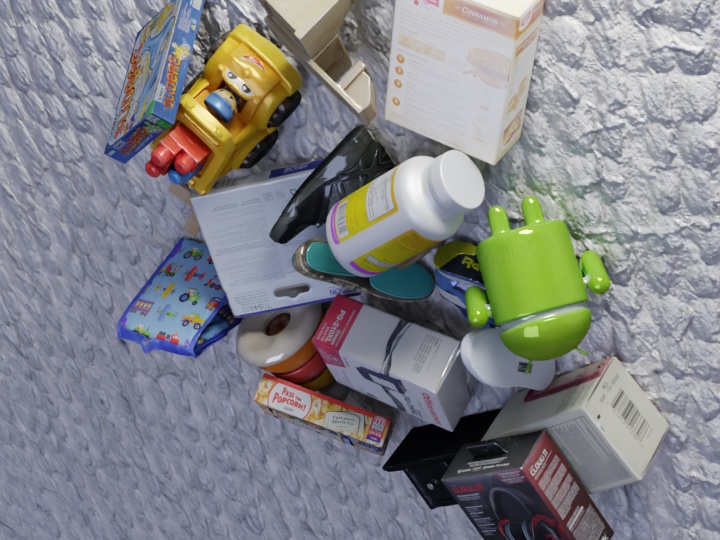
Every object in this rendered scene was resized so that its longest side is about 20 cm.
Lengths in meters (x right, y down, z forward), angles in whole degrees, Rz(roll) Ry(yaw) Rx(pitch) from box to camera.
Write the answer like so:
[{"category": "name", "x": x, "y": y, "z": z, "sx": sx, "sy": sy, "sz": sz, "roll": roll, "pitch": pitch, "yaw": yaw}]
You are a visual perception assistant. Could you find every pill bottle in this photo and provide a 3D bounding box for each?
[{"category": "pill bottle", "x": 0.055, "y": -0.071, "z": 1.603, "sx": 0.199, "sy": 0.104, "sz": 0.105, "roll": -27, "pitch": 105, "yaw": 44}]

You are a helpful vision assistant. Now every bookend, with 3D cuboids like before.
[{"category": "bookend", "x": 0.170, "y": 0.319, "z": 1.937, "sx": 0.199, "sy": 0.092, "sz": 0.200, "roll": -19, "pitch": 111, "yaw": 47}]

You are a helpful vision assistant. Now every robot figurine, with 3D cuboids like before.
[{"category": "robot figurine", "x": 0.208, "y": 0.016, "z": 1.597, "sx": 0.174, "sy": 0.116, "sz": 0.202, "roll": -16, "pitch": 84, "yaw": 6}]

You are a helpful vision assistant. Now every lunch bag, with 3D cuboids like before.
[{"category": "lunch bag", "x": -0.258, "y": 0.054, "z": 1.977, "sx": 0.149, "sy": 0.200, "sz": 0.095, "roll": 14, "pitch": 131, "yaw": 30}]

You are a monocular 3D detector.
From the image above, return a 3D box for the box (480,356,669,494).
[{"category": "box", "x": 0.280, "y": 0.215, "z": 1.747, "sx": 0.128, "sy": 0.109, "sz": 0.199, "roll": 50, "pitch": 139, "yaw": -11}]

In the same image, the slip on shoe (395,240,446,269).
[{"category": "slip on shoe", "x": 0.090, "y": -0.058, "z": 1.700, "sx": 0.060, "sy": 0.077, "sz": 0.199, "roll": 32, "pitch": 133, "yaw": -26}]

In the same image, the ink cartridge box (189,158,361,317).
[{"category": "ink cartridge box", "x": -0.113, "y": -0.042, "z": 1.839, "sx": 0.197, "sy": 0.041, "sz": 0.202, "roll": -10, "pitch": 119, "yaw": 12}]

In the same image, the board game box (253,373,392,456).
[{"category": "board game box", "x": -0.052, "y": 0.217, "z": 1.978, "sx": 0.198, "sy": 0.047, "sz": 0.152, "roll": 19, "pitch": 168, "yaw": 6}]

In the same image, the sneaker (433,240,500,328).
[{"category": "sneaker", "x": 0.181, "y": 0.038, "z": 1.712, "sx": 0.199, "sy": 0.074, "sz": 0.083, "roll": 32, "pitch": 144, "yaw": 21}]

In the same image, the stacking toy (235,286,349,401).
[{"category": "stacking toy", "x": -0.080, "y": 0.130, "z": 1.981, "sx": 0.145, "sy": 0.147, "sz": 0.200, "roll": 0, "pitch": 141, "yaw": 38}]

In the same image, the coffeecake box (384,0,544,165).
[{"category": "coffeecake box", "x": 0.116, "y": -0.244, "z": 1.521, "sx": 0.152, "sy": 0.073, "sz": 0.201, "roll": 25, "pitch": 136, "yaw": 20}]

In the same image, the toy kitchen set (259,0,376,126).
[{"category": "toy kitchen set", "x": 0.008, "y": -0.295, "z": 1.557, "sx": 0.163, "sy": 0.180, "sz": 0.200, "roll": 46, "pitch": 180, "yaw": 11}]

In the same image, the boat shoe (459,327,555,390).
[{"category": "boat shoe", "x": 0.175, "y": 0.112, "z": 1.712, "sx": 0.067, "sy": 0.199, "sz": 0.073, "roll": 9, "pitch": 87, "yaw": 39}]

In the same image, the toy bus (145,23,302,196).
[{"category": "toy bus", "x": -0.193, "y": -0.193, "z": 1.725, "sx": 0.136, "sy": 0.192, "sz": 0.200, "roll": 43, "pitch": 138, "yaw": 2}]

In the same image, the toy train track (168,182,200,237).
[{"category": "toy train track", "x": -0.191, "y": -0.073, "z": 1.950, "sx": 0.199, "sy": 0.033, "sz": 0.115, "roll": 37, "pitch": 132, "yaw": -1}]

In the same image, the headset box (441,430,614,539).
[{"category": "headset box", "x": 0.211, "y": 0.298, "z": 1.731, "sx": 0.148, "sy": 0.075, "sz": 0.201, "roll": -17, "pitch": 114, "yaw": 46}]

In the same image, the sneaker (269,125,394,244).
[{"category": "sneaker", "x": -0.028, "y": -0.083, "z": 1.737, "sx": 0.114, "sy": 0.076, "sz": 0.199, "roll": 44, "pitch": 110, "yaw": -10}]

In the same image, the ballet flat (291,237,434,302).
[{"category": "ballet flat", "x": 0.000, "y": 0.000, "z": 1.794, "sx": 0.198, "sy": 0.069, "sz": 0.075, "roll": 13, "pitch": 167, "yaw": -19}]

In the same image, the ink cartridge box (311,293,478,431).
[{"category": "ink cartridge box", "x": 0.050, "y": 0.128, "z": 1.845, "sx": 0.198, "sy": 0.085, "sz": 0.145, "roll": 21, "pitch": 160, "yaw": 24}]

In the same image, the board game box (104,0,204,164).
[{"category": "board game box", "x": -0.268, "y": -0.253, "z": 1.737, "sx": 0.034, "sy": 0.202, "sz": 0.135, "roll": 25, "pitch": 147, "yaw": -28}]
